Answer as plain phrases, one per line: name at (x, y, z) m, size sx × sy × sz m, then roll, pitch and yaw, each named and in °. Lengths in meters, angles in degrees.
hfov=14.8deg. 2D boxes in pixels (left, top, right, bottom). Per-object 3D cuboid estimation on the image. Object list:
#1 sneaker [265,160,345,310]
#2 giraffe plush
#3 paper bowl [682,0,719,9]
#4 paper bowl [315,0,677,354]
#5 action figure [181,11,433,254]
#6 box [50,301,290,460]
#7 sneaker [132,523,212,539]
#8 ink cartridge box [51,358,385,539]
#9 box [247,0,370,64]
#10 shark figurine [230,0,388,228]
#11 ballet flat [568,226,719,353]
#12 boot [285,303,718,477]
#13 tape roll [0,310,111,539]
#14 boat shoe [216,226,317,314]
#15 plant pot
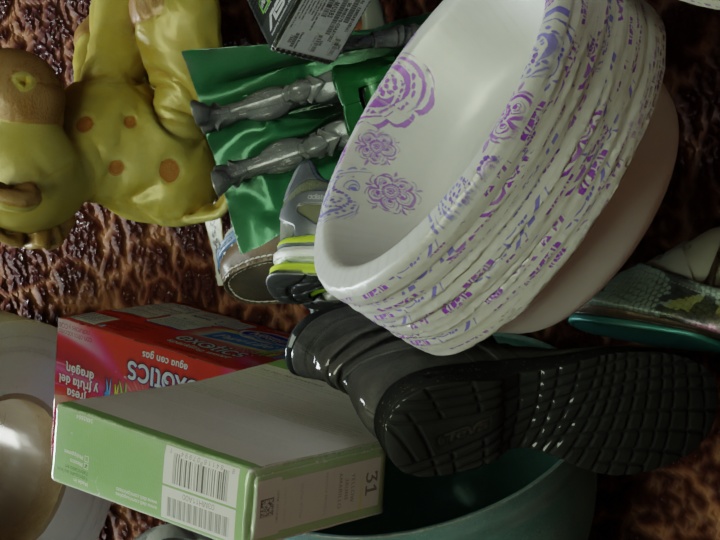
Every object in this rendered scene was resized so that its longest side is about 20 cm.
sneaker at (0.049, -0.028, 1.465) m, size 0.200 × 0.074 × 0.081 m, roll -2°, pitch 74°, yaw 2°
giraffe plush at (-0.173, -0.078, 1.643) m, size 0.173 × 0.162 × 0.200 m, roll -45°, pitch 56°, yaw 59°
paper bowl at (0.194, -0.209, 1.309) m, size 0.201 × 0.201 × 0.104 m, roll 48°, pitch 168°, yaw 28°
paper bowl at (0.074, -0.051, 1.342) m, size 0.201 × 0.104 × 0.201 m, roll -47°, pitch 23°, yaw 27°
action figure at (0.010, -0.095, 1.518) m, size 0.200 × 0.055 × 0.118 m, roll -18°, pitch 90°, yaw 6°
box at (-0.084, 0.086, 1.654) m, size 0.200 × 0.100 × 0.096 m, roll 14°, pitch 105°, yaw 41°
sneaker at (-0.115, 0.221, 1.691) m, size 0.075 × 0.115 × 0.200 m, roll 41°, pitch 122°, yaw 32°
ink cartridge box at (-0.039, 0.089, 1.441) m, size 0.145 × 0.200 × 0.048 m, roll 14°, pitch 105°, yaw 41°
box at (-0.017, -0.246, 1.481) m, size 0.200 × 0.047 × 0.193 m, roll -59°, pitch 36°, yaw 30°
shark figurine at (-0.021, -0.085, 1.584) m, size 0.128 × 0.089 × 0.215 m, roll 34°, pitch 120°, yaw 34°
ballet flat at (0.199, 0.018, 1.409) m, size 0.200 × 0.069 × 0.071 m, roll 15°, pitch 88°, yaw 37°
boot at (0.073, 0.048, 1.416) m, size 0.132 × 0.200 × 0.070 m, roll 42°, pitch 124°, yaw 57°
tape roll at (-0.271, 0.117, 1.768) m, size 0.139 × 0.203 × 0.203 m, roll 15°, pitch 106°, yaw 41°
boat shoe at (0.000, 0.000, 1.549) m, size 0.200 × 0.072 × 0.072 m, roll -11°, pitch 56°, yaw 33°
plant pot at (0.038, 0.140, 1.501) m, size 0.200 × 0.200 × 0.134 m, roll 15°, pitch 129°, yaw 41°
